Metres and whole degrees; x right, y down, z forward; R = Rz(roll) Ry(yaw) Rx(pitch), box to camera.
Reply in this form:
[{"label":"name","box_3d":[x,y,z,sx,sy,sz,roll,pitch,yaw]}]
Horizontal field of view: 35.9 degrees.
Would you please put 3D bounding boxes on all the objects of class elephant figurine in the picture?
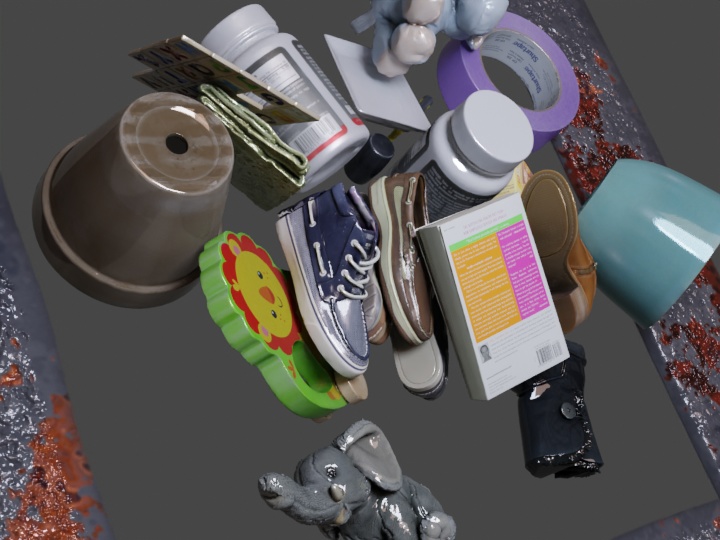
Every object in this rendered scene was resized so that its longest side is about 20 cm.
[{"label":"elephant figurine","box_3d":[-0.009,0.220,1.102,0.200,0.155,0.142,45,72,-13]}]

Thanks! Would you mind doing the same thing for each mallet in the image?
[{"label":"mallet","box_3d":[0.040,-0.171,1.426,0.041,0.066,0.200,45,36,-3]}]

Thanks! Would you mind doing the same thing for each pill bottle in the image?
[{"label":"pill bottle","box_3d":[-0.093,-0.200,1.296,0.114,0.114,0.200,-35,85,-39]},{"label":"pill bottle","box_3d":[0.112,-0.120,1.329,0.114,0.200,0.114,14,58,-24]}]

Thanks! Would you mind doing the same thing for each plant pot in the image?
[{"label":"plant pot","box_3d":[-0.215,-0.086,1.130,0.199,0.174,0.201,14,57,-23]},{"label":"plant pot","box_3d":[0.364,-0.050,1.455,0.161,0.201,0.201,35,50,5]}]

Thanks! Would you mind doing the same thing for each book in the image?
[{"label":"book","box_3d":[0.153,0.027,1.242,0.133,0.048,0.201,-22,98,-31]}]

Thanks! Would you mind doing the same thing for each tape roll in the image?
[{"label":"tape roll","box_3d":[0.207,-0.264,1.556,0.200,0.066,0.201,14,58,-23]}]

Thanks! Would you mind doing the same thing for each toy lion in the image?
[{"label":"toy lion","box_3d":[-0.088,0.056,1.137,0.192,0.069,0.200,10,54,-66]}]

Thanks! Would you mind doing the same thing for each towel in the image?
[{"label":"towel","box_3d":[-0.125,-0.130,1.199,0.148,0.200,0.037,41,74,-6]}]

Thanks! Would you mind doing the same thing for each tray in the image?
[{"label":"tray","box_3d":[0.016,-0.232,1.407,0.107,0.022,0.200,12,34,-25]}]

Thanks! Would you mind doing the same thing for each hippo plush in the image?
[{"label":"hippo plush","box_3d":[0.099,-0.322,1.440,0.160,0.200,0.160,5,86,-26]}]

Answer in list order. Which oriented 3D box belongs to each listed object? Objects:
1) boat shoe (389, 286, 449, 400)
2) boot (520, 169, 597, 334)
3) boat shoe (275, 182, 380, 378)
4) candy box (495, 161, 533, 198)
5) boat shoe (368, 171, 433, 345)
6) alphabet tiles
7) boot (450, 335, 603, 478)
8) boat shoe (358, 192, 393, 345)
[{"label":"boat shoe","box_3d":[0.066,0.060,1.307,0.063,0.072,0.200,56,24,-54]},{"label":"boot","box_3d":[0.243,-0.033,1.344,0.155,0.073,0.201,-35,121,-63]},{"label":"boat shoe","box_3d":[-0.016,0.004,1.152,0.075,0.093,0.200,5,58,-58]},{"label":"candy box","box_3d":[0.194,-0.045,1.398,0.115,0.055,0.201,42,40,-52]},{"label":"boat shoe","box_3d":[0.062,-0.020,1.252,0.075,0.075,0.203,26,50,-64]},{"label":"alphabet tiles","box_3d":[-0.158,-0.189,1.159,0.167,0.200,0.008,27,78,-32]},{"label":"boot","box_3d":[0.199,0.151,1.309,0.200,0.076,0.169,19,52,-29]},{"label":"boat shoe","box_3d":[0.000,0.000,1.287,0.072,0.076,0.200,46,34,-46]}]
